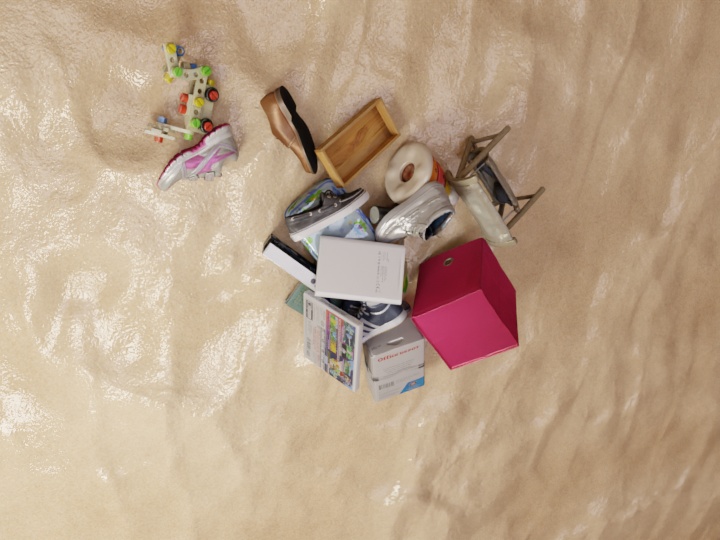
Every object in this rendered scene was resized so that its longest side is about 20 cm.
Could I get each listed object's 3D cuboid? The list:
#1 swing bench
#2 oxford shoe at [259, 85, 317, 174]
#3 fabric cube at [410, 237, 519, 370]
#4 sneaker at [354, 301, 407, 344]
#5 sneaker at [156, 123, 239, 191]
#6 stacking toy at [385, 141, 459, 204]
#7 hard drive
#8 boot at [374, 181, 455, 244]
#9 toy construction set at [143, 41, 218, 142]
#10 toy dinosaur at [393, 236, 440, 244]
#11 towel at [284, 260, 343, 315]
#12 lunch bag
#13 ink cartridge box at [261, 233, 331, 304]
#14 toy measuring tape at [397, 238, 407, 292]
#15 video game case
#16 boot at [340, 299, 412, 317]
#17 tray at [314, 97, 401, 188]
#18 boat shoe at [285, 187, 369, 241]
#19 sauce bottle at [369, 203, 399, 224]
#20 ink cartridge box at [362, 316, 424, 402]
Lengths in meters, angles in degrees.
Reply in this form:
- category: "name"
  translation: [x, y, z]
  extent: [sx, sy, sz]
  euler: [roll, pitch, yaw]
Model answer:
- category: "swing bench"
  translation: [0.309, -0.192, 1.341]
  extent: [0.200, 0.128, 0.201]
  euler: [51, 58, -25]
- category: "oxford shoe"
  translation: [-0.154, -0.299, 1.251]
  extent: [0.070, 0.072, 0.202]
  euler: [-17, 117, 21]
- category: "fabric cube"
  translation: [0.258, 0.082, 1.395]
  extent: [0.194, 0.201, 0.201]
  euler: [-24, 119, 29]
- category: "sneaker"
  translation: [0.004, 0.108, 1.352]
  extent: [0.198, 0.070, 0.109]
  euler: [-28, 111, 21]
- category: "sneaker"
  translation: [-0.339, -0.222, 1.203]
  extent: [0.198, 0.081, 0.089]
  euler: [-35, 114, -1]
- category: "stacking toy"
  translation: [0.168, -0.207, 1.359]
  extent: [0.198, 0.146, 0.148]
  euler: [17, 105, -41]
- category: "hard drive"
  translation: [0.000, 0.000, 1.274]
  extent: [0.195, 0.025, 0.135]
  euler: [6, 84, -11]
- category: "boot"
  translation: [0.119, -0.101, 1.258]
  extent: [0.199, 0.097, 0.073]
  euler: [-42, 142, 25]
- category: "toy construction set"
  translation: [-0.360, -0.345, 1.145]
  extent: [0.129, 0.092, 0.203]
  euler: [4, 118, -44]
- category: "toy dinosaur"
  translation: [0.093, -0.085, 1.410]
  extent: [0.197, 0.061, 0.107]
  euler: [-29, 139, -1]
- category: "towel"
  translation: [-0.077, 0.037, 1.413]
  extent: [0.146, 0.022, 0.201]
  euler: [35, 95, -26]
- category: "lunch bag"
  translation: [-0.065, -0.102, 1.319]
  extent: [0.160, 0.082, 0.201]
  euler: [-41, 109, -5]
- category: "ink cartridge box"
  translation: [-0.139, -0.005, 1.319]
  extent: [0.199, 0.100, 0.039]
  euler: [38, 97, -17]
- category: "toy measuring tape"
  translation: [0.079, -0.008, 1.396]
  extent: [0.072, 0.074, 0.202]
  euler: [-20, 142, -9]
- category: "video game case"
  translation: [-0.069, 0.169, 1.365]
  extent: [0.023, 0.180, 0.204]
  euler: [-28, 135, -41]
- category: "boot"
  translation: [0.049, 0.079, 1.422]
  extent: [0.196, 0.073, 0.092]
  euler: [-2, 126, -24]
- category: "tray"
  translation: [-0.004, -0.287, 1.271]
  extent: [0.200, 0.037, 0.099]
  euler: [-45, 118, -21]
- category: "boat shoe"
  translation: [-0.075, -0.139, 1.238]
  extent: [0.197, 0.070, 0.067]
  euler: [-29, 107, -4]
- category: "sauce bottle"
  translation: [0.111, -0.129, 1.358]
  extent: [0.196, 0.065, 0.066]
  euler: [-1, 111, -32]
- category: "ink cartridge box"
  translation: [0.087, 0.232, 1.463]
  extent: [0.143, 0.087, 0.203]
  euler: [-16, 134, -11]
